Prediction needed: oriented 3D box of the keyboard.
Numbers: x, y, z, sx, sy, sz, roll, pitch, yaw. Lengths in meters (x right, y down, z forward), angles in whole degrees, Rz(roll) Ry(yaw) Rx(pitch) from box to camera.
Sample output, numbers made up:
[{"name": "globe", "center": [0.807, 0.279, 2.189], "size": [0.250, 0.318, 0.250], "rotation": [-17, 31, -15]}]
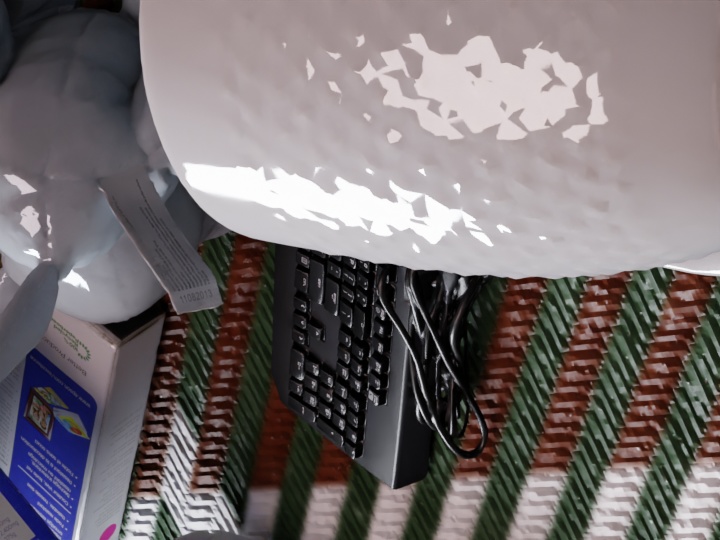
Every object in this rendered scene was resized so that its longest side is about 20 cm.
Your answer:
[{"name": "keyboard", "center": [0.000, 0.000, 1.057], "size": [0.104, 0.040, 0.200], "rotation": [31, 138, 29]}]

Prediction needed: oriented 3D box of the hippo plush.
[{"name": "hippo plush", "center": [-0.079, -0.051, 1.045], "size": [0.161, 0.159, 0.200], "rotation": [72, 176, -71]}]

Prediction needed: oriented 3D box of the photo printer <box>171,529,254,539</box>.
[{"name": "photo printer", "center": [-0.014, 0.219, 1.219], "size": [0.166, 0.069, 0.200], "rotation": [22, 133, 35]}]

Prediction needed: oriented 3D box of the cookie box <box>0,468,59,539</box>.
[{"name": "cookie box", "center": [-0.196, 0.126, 1.194], "size": [0.200, 0.075, 0.171], "rotation": [50, 145, 7]}]

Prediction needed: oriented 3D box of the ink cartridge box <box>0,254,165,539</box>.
[{"name": "ink cartridge box", "center": [-0.139, 0.061, 1.258], "size": [0.095, 0.037, 0.200], "rotation": [39, 139, 20]}]

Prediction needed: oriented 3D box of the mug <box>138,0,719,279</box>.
[{"name": "mug", "center": [0.060, -0.057, 0.879], "size": [0.175, 0.148, 0.200], "rotation": [10, 156, 34]}]

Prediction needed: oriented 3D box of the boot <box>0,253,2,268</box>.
[{"name": "boot", "center": [-0.197, -0.095, 1.159], "size": [0.200, 0.066, 0.175], "rotation": [39, 118, 9]}]
